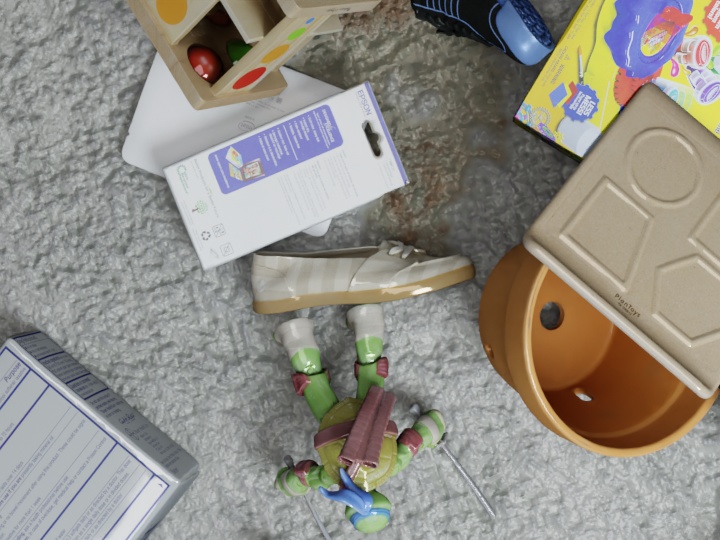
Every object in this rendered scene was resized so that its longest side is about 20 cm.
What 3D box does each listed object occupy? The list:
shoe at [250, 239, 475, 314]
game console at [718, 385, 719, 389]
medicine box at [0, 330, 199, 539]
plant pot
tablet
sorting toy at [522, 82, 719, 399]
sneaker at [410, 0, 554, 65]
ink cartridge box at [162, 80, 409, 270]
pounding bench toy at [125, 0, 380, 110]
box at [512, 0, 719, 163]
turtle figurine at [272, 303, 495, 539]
[{"bbox_3d":[0.000,0.000,1.478,0.198,0.070,0.054,-7,95,6],"label":"shoe"},{"bbox_3d":[0.336,0.043,1.388,0.200,0.116,0.176,-37,81,-22],"label":"game console"},{"bbox_3d":[-0.277,0.185,1.496,0.200,0.103,0.183,39,95,3],"label":"medicine box"},{"bbox_3d":[0.188,0.042,1.403,0.198,0.140,0.202,-2,96,-24],"label":"plant pot"},{"bbox_3d":[-0.102,-0.124,1.512,0.199,0.014,0.131,21,94,5],"label":"tablet"},{"bbox_3d":[0.241,-0.024,1.312,0.185,0.036,0.200,40,62,1],"label":"sorting toy"},{"bbox_3d":[0.090,-0.220,1.425,0.078,0.070,0.201,-46,44,16],"label":"sneaker"},{"bbox_3d":[-0.063,-0.082,1.485,0.199,0.039,0.100,-21,91,7],"label":"ink cartridge box"},{"bbox_3d":[-0.077,-0.232,1.454,0.156,0.199,0.125,-39,79,34],"label":"pounding bench toy"},{"bbox_3d":[0.259,-0.162,1.422,0.192,0.122,0.201,31,95,3],"label":"box"},{"bbox_3d":[-0.006,0.141,1.483,0.143,0.199,0.195,-22,70,28],"label":"turtle figurine"}]
